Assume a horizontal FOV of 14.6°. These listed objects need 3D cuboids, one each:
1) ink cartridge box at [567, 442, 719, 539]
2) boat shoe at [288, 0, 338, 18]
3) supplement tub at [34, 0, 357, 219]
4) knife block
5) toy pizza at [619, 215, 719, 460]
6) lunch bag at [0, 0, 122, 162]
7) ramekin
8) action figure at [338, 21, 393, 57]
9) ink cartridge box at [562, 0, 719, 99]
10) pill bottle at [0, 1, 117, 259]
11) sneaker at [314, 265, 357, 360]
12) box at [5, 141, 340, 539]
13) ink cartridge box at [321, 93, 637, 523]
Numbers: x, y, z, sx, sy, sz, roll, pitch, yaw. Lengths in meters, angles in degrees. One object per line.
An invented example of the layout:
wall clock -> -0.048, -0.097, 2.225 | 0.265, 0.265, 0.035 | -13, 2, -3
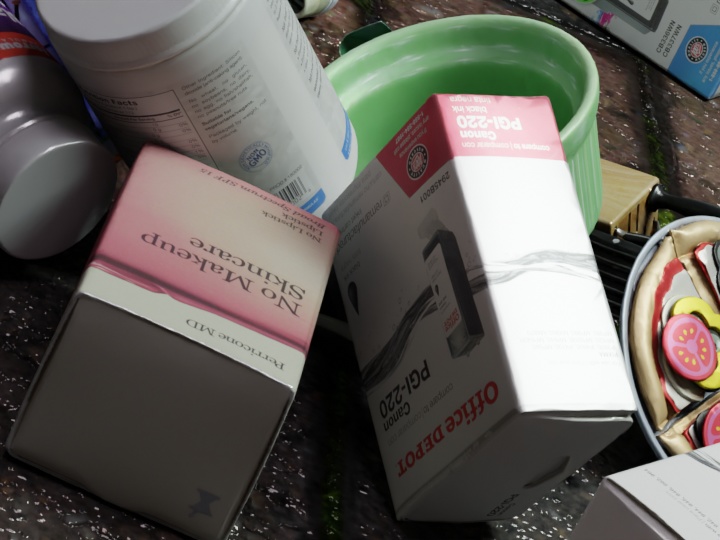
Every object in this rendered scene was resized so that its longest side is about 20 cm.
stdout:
ink cartridge box -> 0.180, 0.171, 1.488 | 0.084, 0.146, 0.200 | 41, 29, 28
boat shoe -> -0.101, -0.258, 2.099 | 0.200, 0.072, 0.062 | 34, 24, 8
supplement tub -> -0.091, -0.112, 1.632 | 0.132, 0.132, 0.200 | 56, -4, 45
knife block -> 0.160, -0.034, 1.868 | 0.175, 0.064, 0.200 | -6, 33, -9
toy pizza -> 0.239, 0.060, 1.752 | 0.200, 0.032, 0.201 | 17, 63, -37
lunch bag -> -0.178, -0.165, 1.755 | 0.200, 0.075, 0.160 | 61, 5, -32
ramekin -> 0.059, -0.067, 1.779 | 0.199, 0.098, 0.200 | -10, 35, 7
action figure -> 0.034, -0.115, 1.948 | 0.055, 0.118, 0.200 | 53, 25, 18
ink cartridge box -> 0.274, -0.267, 2.377 | 0.200, 0.147, 0.146 | 36, 28, 19
pill bottle -> -0.229, -0.097, 1.639 | 0.111, 0.112, 0.200 | -3, 38, -45
sneaker -> 0.000, 0.000, 1.705 | 0.199, 0.083, 0.072 | 29, 26, 5
box -> -0.097, 0.035, 1.522 | 0.127, 0.109, 0.200 | 24, 26, -5
ink cartridge box -> 0.063, 0.023, 1.571 | 0.084, 0.146, 0.201 | 0, 62, -32
